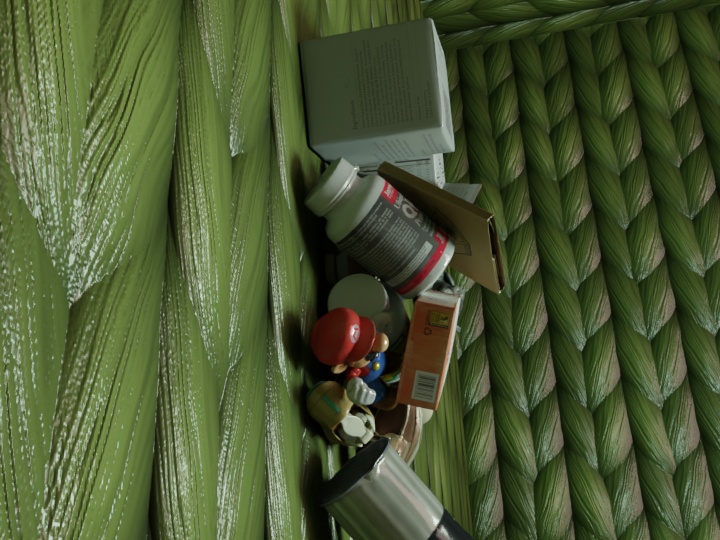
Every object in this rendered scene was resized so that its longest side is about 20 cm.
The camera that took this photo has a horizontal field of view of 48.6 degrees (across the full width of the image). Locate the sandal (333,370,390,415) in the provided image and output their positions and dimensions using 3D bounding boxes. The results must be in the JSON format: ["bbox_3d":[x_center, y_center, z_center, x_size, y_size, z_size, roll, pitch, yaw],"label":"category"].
[{"bbox_3d":[0.011,0.192,1.193,0.080,0.057,0.201,-49,135,-19],"label":"sandal"}]

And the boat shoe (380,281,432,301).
[{"bbox_3d":[0.052,0.016,1.317,0.200,0.073,0.065,-28,-122,55],"label":"boat shoe"}]

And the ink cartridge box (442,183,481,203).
[{"bbox_3d":[0.152,-0.064,1.326,0.163,0.057,0.200,-65,-164,1],"label":"ink cartridge box"}]

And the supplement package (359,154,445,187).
[{"bbox_3d":[0.073,-0.193,1.510,0.200,0.156,0.111,-43,128,-76],"label":"supplement package"}]

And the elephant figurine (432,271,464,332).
[{"bbox_3d":[0.204,0.043,2.160,0.200,0.141,0.155,-108,-149,-52],"label":"elephant figurine"}]

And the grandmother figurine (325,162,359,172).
[{"bbox_3d":[0.014,-0.085,1.212,0.200,0.061,0.121,54,-17,12],"label":"grandmother figurine"}]

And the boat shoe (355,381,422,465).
[{"bbox_3d":[0.032,0.257,1.133,0.072,0.076,0.200,20,82,-51],"label":"boat shoe"}]

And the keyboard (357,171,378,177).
[{"bbox_3d":[0.035,-0.124,1.235,0.011,0.200,0.056,-43,133,-33],"label":"keyboard"}]

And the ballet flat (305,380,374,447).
[{"bbox_3d":[-0.016,0.201,1.036,0.069,0.063,0.200,-50,152,-6],"label":"ballet flat"}]

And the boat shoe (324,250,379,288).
[{"bbox_3d":[0.000,0.000,1.243,0.200,0.068,0.075,-20,103,-79],"label":"boat shoe"}]

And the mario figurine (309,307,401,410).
[{"bbox_3d":[0.017,0.109,0.996,0.123,0.106,0.200,53,0,32],"label":"mario figurine"}]

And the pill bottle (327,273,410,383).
[{"bbox_3d":[0.017,0.084,1.167,0.200,0.113,0.113,63,22,-60],"label":"pill bottle"}]

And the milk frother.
[{"bbox_3d":[0.012,0.346,0.964,0.188,0.180,0.200,49,47,-1],"label":"milk frother"}]

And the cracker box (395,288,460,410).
[{"bbox_3d":[0.097,0.101,1.092,0.200,0.058,0.134,-23,124,-81],"label":"cracker box"}]

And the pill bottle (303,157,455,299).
[{"bbox_3d":[0.023,-0.060,1.093,0.200,0.111,0.111,39,27,-14],"label":"pill bottle"}]

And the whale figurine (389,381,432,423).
[{"bbox_3d":[0.045,0.184,1.357,0.200,0.104,0.159,-121,-171,-46],"label":"whale figurine"}]

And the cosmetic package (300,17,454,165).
[{"bbox_3d":[0.030,-0.261,1.212,0.165,0.200,0.165,21,64,-77],"label":"cosmetic package"}]

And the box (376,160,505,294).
[{"bbox_3d":[0.117,-0.062,1.148,0.021,0.200,0.164,-45,143,-18],"label":"box"}]
